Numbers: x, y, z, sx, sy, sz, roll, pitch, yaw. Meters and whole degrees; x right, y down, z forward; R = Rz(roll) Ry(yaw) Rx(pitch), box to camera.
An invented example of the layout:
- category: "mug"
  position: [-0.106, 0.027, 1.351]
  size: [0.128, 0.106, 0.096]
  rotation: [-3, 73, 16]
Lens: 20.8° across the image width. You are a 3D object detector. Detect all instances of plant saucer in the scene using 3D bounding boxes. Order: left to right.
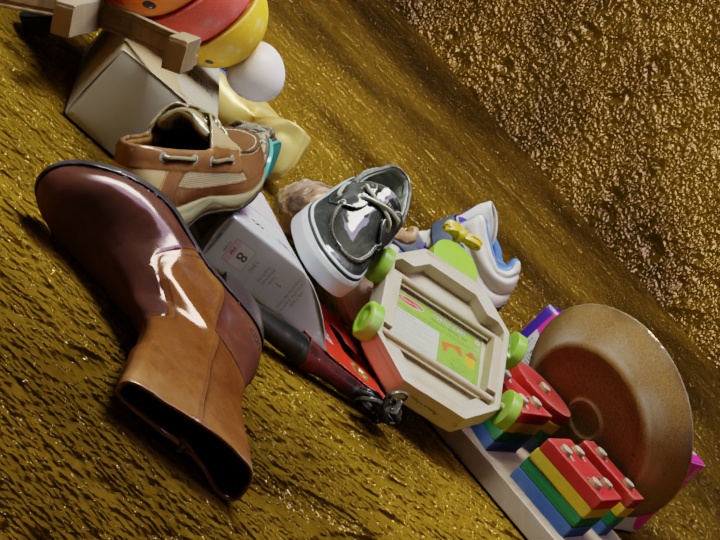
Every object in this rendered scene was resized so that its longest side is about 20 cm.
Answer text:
- category: "plant saucer"
  position: [0.214, 0.132, 1.779]
  size: [0.035, 0.201, 0.200]
  rotation: [-16, 56, -39]

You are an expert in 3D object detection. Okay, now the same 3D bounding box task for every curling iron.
- category: "curling iron"
  position: [-0.035, 0.060, 1.449]
  size: [0.049, 0.026, 0.200]
  rotation: [-6, -36, 48]

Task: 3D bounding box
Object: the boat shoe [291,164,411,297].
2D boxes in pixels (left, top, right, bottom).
- category: "boat shoe"
  position: [-0.003, -0.045, 1.574]
  size: [0.072, 0.071, 0.200]
  rotation: [50, 20, -12]

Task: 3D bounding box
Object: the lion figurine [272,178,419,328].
- category: "lion figurine"
  position: [0.000, 0.000, 1.675]
  size: [0.122, 0.073, 0.200]
  rotation: [18, 29, -33]

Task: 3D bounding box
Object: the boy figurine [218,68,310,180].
- category: "boy figurine"
  position: [-0.112, -0.159, 1.866]
  size: [0.124, 0.064, 0.200]
  rotation: [38, 10, -42]

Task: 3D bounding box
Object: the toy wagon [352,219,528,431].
- category: "toy wagon"
  position: [0.068, 0.041, 1.616]
  size: [0.155, 0.040, 0.201]
  rotation: [33, 39, -19]

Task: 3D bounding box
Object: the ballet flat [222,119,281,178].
- category: "ballet flat"
  position: [-0.112, -0.101, 1.698]
  size: [0.075, 0.068, 0.200]
  rotation: [22, 8, -3]

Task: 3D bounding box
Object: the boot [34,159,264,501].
- category: "boot"
  position: [-0.136, 0.033, 1.195]
  size: [0.189, 0.068, 0.200]
  rotation: [49, 17, -19]

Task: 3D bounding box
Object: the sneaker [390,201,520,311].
- category: "sneaker"
  position: [0.053, -0.029, 1.782]
  size: [0.200, 0.146, 0.081]
  rotation: [47, 12, 6]

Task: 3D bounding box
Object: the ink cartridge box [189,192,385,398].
- category: "ink cartridge box"
  position: [-0.056, -0.002, 1.538]
  size: [0.199, 0.057, 0.163]
  rotation: [35, 11, -25]

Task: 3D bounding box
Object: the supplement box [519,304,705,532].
- category: "supplement box"
  position: [0.225, 0.145, 1.901]
  size: [0.200, 0.101, 0.103]
  rotation: [51, 12, 24]

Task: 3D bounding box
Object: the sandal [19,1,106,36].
- category: "sandal"
  position: [-0.200, -0.245, 1.621]
  size: [0.200, 0.075, 0.048]
  rotation: [-34, 120, -46]

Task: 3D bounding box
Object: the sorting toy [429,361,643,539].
- category: "sorting toy"
  position: [0.152, 0.154, 1.699]
  size: [0.199, 0.070, 0.200]
  rotation: [49, 13, 19]

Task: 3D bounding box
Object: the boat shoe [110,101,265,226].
- category: "boat shoe"
  position: [-0.121, -0.081, 1.409]
  size: [0.075, 0.074, 0.200]
  rotation: [13, 20, 16]

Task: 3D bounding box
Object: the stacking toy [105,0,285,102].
- category: "stacking toy"
  position: [-0.120, -0.212, 1.572]
  size: [0.200, 0.146, 0.146]
  rotation: [52, 7, -32]

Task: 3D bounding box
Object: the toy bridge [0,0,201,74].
- category: "toy bridge"
  position: [-0.213, -0.192, 1.479]
  size: [0.199, 0.027, 0.067]
  rotation: [17, 17, 11]

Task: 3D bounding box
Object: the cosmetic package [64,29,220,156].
- category: "cosmetic package"
  position: [-0.173, -0.146, 1.587]
  size: [0.105, 0.071, 0.200]
  rotation: [41, 13, -17]
